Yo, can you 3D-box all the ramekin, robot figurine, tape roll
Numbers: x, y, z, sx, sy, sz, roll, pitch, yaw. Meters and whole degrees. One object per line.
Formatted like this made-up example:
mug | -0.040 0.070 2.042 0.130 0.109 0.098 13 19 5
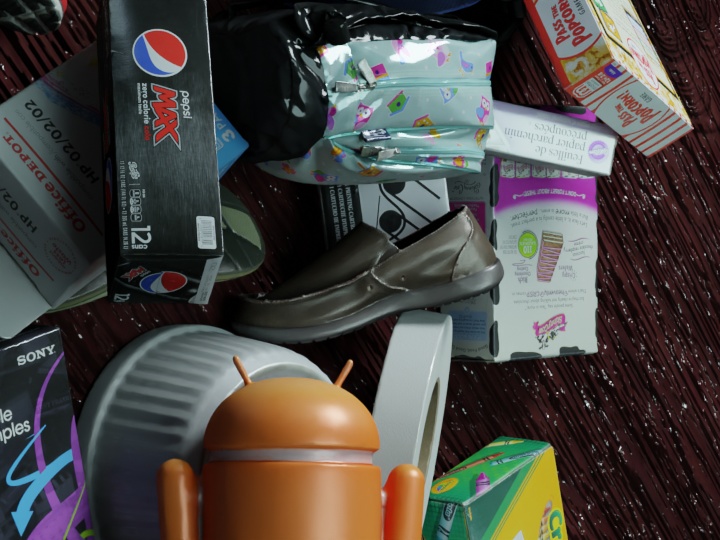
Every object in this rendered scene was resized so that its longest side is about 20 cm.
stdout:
ramekin | -0.090 0.139 1.518 0.199 0.105 0.202 -3 94 -48
robot figurine | -0.042 0.155 1.403 0.116 0.143 0.202 13 75 -62
tape roll | 0.032 0.128 1.624 0.203 0.037 0.204 10 90 -84

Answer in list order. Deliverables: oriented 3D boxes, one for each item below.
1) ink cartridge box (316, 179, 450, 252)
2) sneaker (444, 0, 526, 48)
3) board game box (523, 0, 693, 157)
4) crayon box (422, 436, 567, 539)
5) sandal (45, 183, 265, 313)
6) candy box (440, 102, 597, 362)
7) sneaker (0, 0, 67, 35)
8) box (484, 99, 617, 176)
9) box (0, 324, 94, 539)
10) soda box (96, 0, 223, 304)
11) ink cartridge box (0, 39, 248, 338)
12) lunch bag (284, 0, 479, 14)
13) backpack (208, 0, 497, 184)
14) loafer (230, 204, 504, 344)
ink cartridge box | 0.013 -0.074 1.630 0.093 0.044 0.201 -9 102 -3
sneaker | 0.092 -0.203 1.708 0.200 0.099 0.070 -43 122 -42
board game box | 0.170 -0.200 1.708 0.151 0.046 0.201 30 33 -54
crayon box | 0.111 0.248 1.776 0.119 0.058 0.201 -28 115 -44
sandal | -0.156 -0.014 1.478 0.200 0.057 0.080 -11 70 -31
candy box | 0.127 -0.031 1.784 0.136 0.061 0.202 -1 91 -47
sneaker | -0.230 -0.235 1.373 0.201 0.077 0.085 59 46 -32
box | 0.095 -0.108 1.691 0.199 0.041 0.039 11 89 -15
box | -0.234 0.148 1.409 0.143 0.036 0.201 -20 105 -46
soda box | -0.123 -0.083 1.357 0.063 0.071 0.201 1 64 -13
ink cartridge box | -0.179 -0.060 1.406 0.115 0.068 0.200 49 51 0
lunch bag | -0.010 -0.260 1.566 0.199 0.135 0.133 13 73 -50
backpack | -0.004 -0.120 1.515 0.199 0.167 0.128 -2 102 -33
loafer | 0.000 0.000 1.592 0.199 0.073 0.071 -16 100 -12
